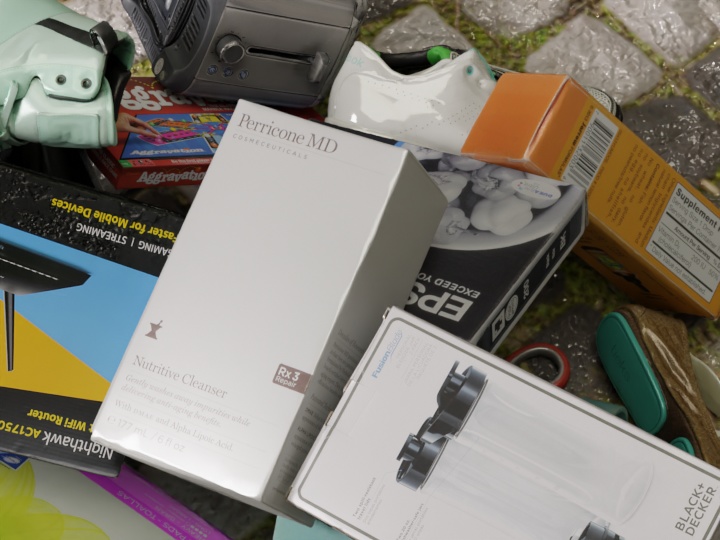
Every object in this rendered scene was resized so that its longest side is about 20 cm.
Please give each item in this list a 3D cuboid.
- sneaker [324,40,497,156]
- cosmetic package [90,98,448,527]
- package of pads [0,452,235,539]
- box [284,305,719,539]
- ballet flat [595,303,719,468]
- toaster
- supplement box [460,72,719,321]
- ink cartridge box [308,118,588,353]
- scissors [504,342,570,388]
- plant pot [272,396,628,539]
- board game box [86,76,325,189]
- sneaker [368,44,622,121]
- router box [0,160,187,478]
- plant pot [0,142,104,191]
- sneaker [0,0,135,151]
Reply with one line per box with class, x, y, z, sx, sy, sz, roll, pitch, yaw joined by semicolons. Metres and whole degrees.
sneaker;0.078;-0.098;1.197;0.200;0.075;0.089;12;91;-16
cosmetic package;-0.045;0.022;0.981;0.113;0.081;0.200;16;79;24
package of pads;-0.166;0.169;1.034;0.200;0.068;0.155;33;30;7
box;0.078;0.114;0.918;0.200;0.060;0.117;25;82;21
ballet flat;0.209;0.109;1.155;0.072;0.068;0.200;0;55;-23
toaster;-0.083;-0.192;1.255;0.129;0.114;0.200;10;32;-30
supplement box;0.158;-0.044;1.157;0.067;0.200;0.069;10;66;54
ink cartridge box;0.000;0.000;1.062;0.198;0.043;0.200;17;48;28
scissors;0.047;0.085;1.184;0.200;0.014;0.073;-4;63;-5
plant pot;0.045;0.148;1.051;0.161;0.201;0.201;18;62;15
board game box;-0.102;-0.093;1.208;0.200;0.019;0.103;-6;40;-43
sneaker;0.080;-0.109;1.254;0.200;0.085;0.078;3;61;0
router box;-0.206;0.014;0.983;0.200;0.051;0.149;16;93;-19
plant pot;-0.255;0.001;1.133;0.199;0.177;0.200;-21;64;-13
sneaker;-0.205;-0.079;1.033;0.118;0.074;0.201;19;59;16
